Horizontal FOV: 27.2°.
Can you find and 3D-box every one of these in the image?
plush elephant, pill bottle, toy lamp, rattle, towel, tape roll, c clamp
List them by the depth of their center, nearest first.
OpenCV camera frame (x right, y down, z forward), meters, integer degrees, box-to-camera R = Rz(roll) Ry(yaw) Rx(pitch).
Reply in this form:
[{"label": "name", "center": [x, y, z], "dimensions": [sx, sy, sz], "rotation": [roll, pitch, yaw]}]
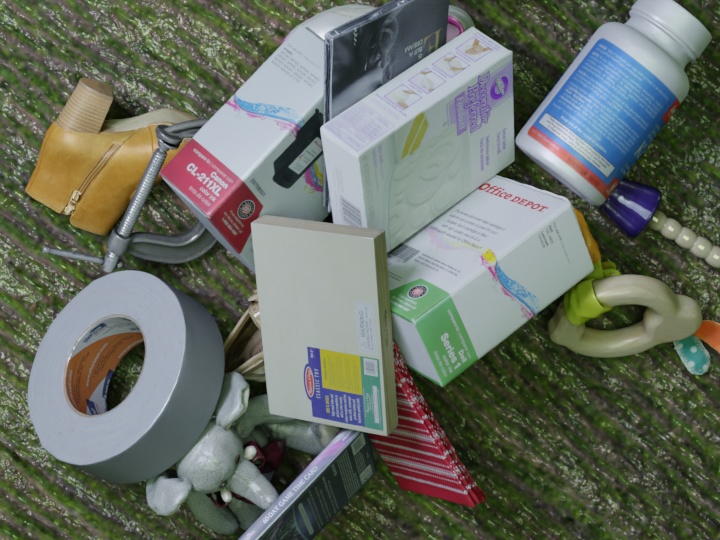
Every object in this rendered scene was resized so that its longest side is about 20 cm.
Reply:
[{"label": "c clamp", "center": [-0.192, -0.072, 1.459], "dimensions": [0.170, 0.027, 0.201], "rotation": [16, 118, -38]}, {"label": "tape roll", "center": [-0.231, 0.104, 1.461], "dimensions": [0.199, 0.066, 0.202], "rotation": [-15, 59, 27]}, {"label": "pill bottle", "center": [0.254, -0.173, 1.472], "dimensions": [0.112, 0.112, 0.200], "rotation": [37, 95, -3]}, {"label": "towel", "center": [0.037, 0.147, 1.477], "dimensions": [0.022, 0.144, 0.201], "rotation": [-39, 110, -25]}, {"label": "plush elephant", "center": [-0.127, 0.191, 1.483], "dimensions": [0.199, 0.155, 0.165], "rotation": [33, 95, -3]}, {"label": "toy lamp", "center": [0.335, -0.030, 1.513], "dimensions": [0.199, 0.058, 0.058], "rotation": [30, 95, -2]}, {"label": "rattle", "center": [0.287, 0.021, 1.533], "dimensions": [0.198, 0.143, 0.131], "rotation": [3, 128, -15]}]

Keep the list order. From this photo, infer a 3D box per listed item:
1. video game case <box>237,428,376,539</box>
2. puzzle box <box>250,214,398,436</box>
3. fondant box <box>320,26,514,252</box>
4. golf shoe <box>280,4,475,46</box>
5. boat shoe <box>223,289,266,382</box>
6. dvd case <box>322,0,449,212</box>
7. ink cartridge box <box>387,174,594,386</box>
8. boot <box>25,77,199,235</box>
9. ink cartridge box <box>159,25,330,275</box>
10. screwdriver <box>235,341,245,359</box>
[{"label": "video game case", "center": [-0.061, 0.244, 1.472], "dimensions": [0.019, 0.143, 0.200], "rotation": [40, 74, 21]}, {"label": "puzzle box", "center": [-0.033, 0.052, 1.389], "dimensions": [0.132, 0.025, 0.201], "rotation": [8, 115, 27]}, {"label": "fondant box", "center": [0.059, -0.120, 1.426], "dimensions": [0.200, 0.145, 0.058], "rotation": [-37, 53, -24]}, {"label": "golf shoe", "center": [0.017, -0.231, 1.477], "dimensions": [0.198, 0.092, 0.076], "rotation": [-8, 97, 2]}, {"label": "boat shoe", "center": [-0.076, 0.045, 1.461], "dimensions": [0.200, 0.064, 0.072], "rotation": [-55, 51, 36]}, {"label": "dvd case", "center": [0.024, -0.164, 1.408], "dimensions": [0.148, 0.201, 0.016], "rotation": [-31, 53, -31]}, {"label": "ink cartridge box", "center": [0.103, 0.004, 1.437], "dimensions": [0.200, 0.145, 0.084], "rotation": [-36, 119, -17]}, {"label": "boot", "center": [-0.226, -0.096, 1.510], "dimensions": [0.200, 0.071, 0.145], "rotation": [22, 111, -15]}, {"label": "ink cartridge box", "center": [-0.074, -0.111, 1.431], "dimensions": [0.200, 0.146, 0.083], "rotation": [-47, 58, -6]}, {"label": "screwdriver", "center": [-0.103, 0.024, 1.536], "dimensions": [0.029, 0.028, 0.201], "rotation": [32, 99, 27]}]
